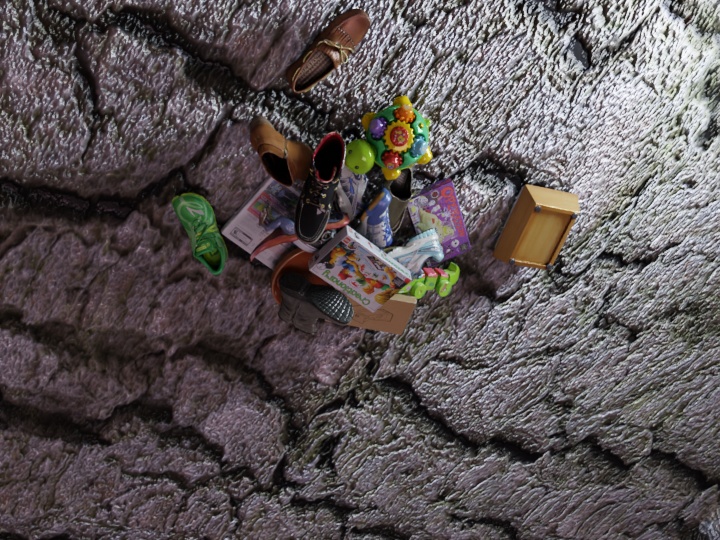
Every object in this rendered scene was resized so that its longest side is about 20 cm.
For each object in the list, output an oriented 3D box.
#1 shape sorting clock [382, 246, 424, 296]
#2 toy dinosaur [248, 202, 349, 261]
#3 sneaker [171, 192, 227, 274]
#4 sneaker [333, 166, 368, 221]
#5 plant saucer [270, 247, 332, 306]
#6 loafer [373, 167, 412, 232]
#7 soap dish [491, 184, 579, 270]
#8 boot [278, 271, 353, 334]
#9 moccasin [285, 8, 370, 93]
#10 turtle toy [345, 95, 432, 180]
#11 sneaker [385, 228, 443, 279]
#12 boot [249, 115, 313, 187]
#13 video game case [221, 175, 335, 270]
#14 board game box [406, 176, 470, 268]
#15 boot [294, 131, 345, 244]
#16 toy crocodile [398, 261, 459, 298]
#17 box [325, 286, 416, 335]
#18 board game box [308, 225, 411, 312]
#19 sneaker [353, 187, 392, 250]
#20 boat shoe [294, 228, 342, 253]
[{"bbox_3d":[0.066,0.030,1.822,0.194,0.040,0.204,-11,128,-14],"label":"shape sorting clock"},{"bbox_3d":[-0.119,-0.092,1.594,0.177,0.105,0.205,18,94,2],"label":"toy dinosaur"},{"bbox_3d":[-0.330,-0.077,1.601,0.072,0.084,0.203,-24,127,1],"label":"sneaker"},{"bbox_3d":[-0.029,-0.200,1.625,0.084,0.078,0.203,-25,135,-11],"label":"sneaker"},{"bbox_3d":[-0.113,0.012,1.741,0.195,0.033,0.203,-15,139,-14],"label":"plant saucer"},{"bbox_3d":[0.073,-0.163,1.672,0.073,0.070,0.204,-2,124,-15],"label":"loafer"},{"bbox_3d":[0.423,-0.097,1.819,0.153,0.082,0.204,8,122,-22],"label":"soap dish"},{"bbox_3d":[-0.099,0.093,1.688,0.068,0.197,0.133,-45,152,-37],"label":"boot"},{"bbox_3d":[-0.061,-0.417,1.451,0.199,0.078,0.074,-35,127,9],"label":"moccasin"},{"bbox_3d":[0.056,-0.261,1.549,0.196,0.101,0.149,-26,97,2],"label":"turtle toy"},{"bbox_3d":[0.100,-0.013,1.717,0.197,0.078,0.088,-30,85,-1],"label":"sneaker"},{"bbox_3d":[-0.140,-0.215,1.518,0.076,0.157,0.200,-37,126,11],"label":"boot"},{"bbox_3d":[-0.177,-0.097,1.674,0.182,0.023,0.199,-44,124,15],"label":"video game case"},{"bbox_3d":[0.181,-0.109,1.772,0.118,0.032,0.203,-26,127,-3],"label":"board game box"},{"bbox_3d":[-0.077,-0.160,1.456,0.071,0.151,0.205,21,80,-2],"label":"boot"},{"bbox_3d":[0.153,0.021,1.788,0.195,0.068,0.063,-4,121,-32],"label":"toy crocodile"},{"bbox_3d":[0.020,0.093,1.792,0.194,0.022,0.165,10,148,-5],"label":"box"},{"bbox_3d":[0.000,0.000,1.639,0.198,0.035,0.126,34,120,-30],"label":"board game box"},{"bbox_3d":[0.042,-0.101,1.659,0.087,0.076,0.201,35,148,3],"label":"sneaker"},{"bbox_3d":[-0.062,-0.066,1.643,0.196,0.075,0.068,28,139,-12],"label":"boat shoe"}]
